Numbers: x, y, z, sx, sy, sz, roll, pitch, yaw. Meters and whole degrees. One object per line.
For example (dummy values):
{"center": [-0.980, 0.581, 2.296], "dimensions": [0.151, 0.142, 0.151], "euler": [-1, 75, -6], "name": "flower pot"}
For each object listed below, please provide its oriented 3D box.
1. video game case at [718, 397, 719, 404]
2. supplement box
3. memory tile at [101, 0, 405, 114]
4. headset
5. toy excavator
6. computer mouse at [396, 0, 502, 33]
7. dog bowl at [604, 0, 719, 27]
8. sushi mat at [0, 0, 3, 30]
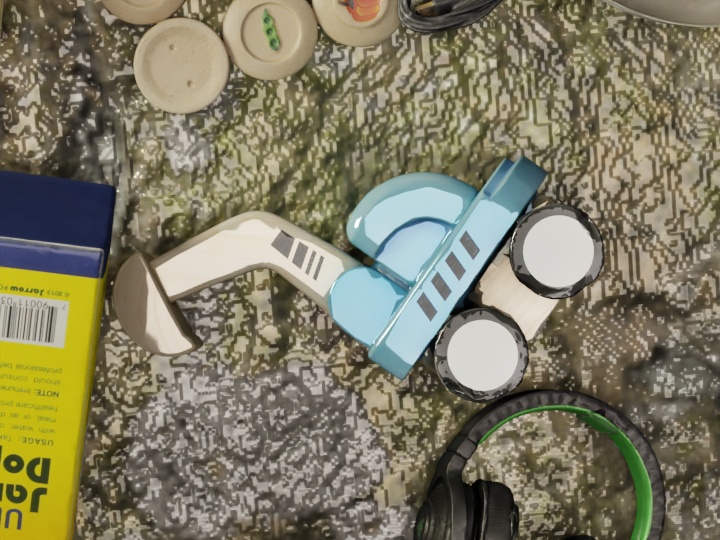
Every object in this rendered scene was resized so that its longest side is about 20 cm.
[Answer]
{"center": [0.318, 0.114, 1.300], "dimensions": [0.200, 0.024, 0.182], "euler": [-22, 100, -2], "name": "video game case"}
{"center": [-0.188, 0.060, 1.187], "dimensions": [0.109, 0.109, 0.201], "euler": [7, 108, -6], "name": "supplement box"}
{"center": [-0.071, -0.192, 1.220], "dimensions": [0.153, 0.017, 0.200], "euler": [-19, 100, -2], "name": "memory tile"}
{"center": [0.084, 0.157, 1.249], "dimensions": [0.123, 0.094, 0.200], "euler": [32, 83, -9], "name": "headset"}
{"center": [0.000, 0.000, 1.227], "dimensions": [0.200, 0.100, 0.195], "euler": [36, 92, 4], "name": "toy excavator"}
{"center": [0.116, -0.156, 1.234], "dimensions": [0.199, 0.034, 0.059], "euler": [-11, 84, -1], "name": "computer mouse"}
{"center": [0.169, -0.214, 1.194], "dimensions": [0.199, 0.059, 0.201], "euler": [0, 83, 0], "name": "dog bowl"}
{"center": [-0.230, -0.087, 1.192], "dimensions": [0.095, 0.012, 0.200], "euler": [6, 117, -7], "name": "sushi mat"}
